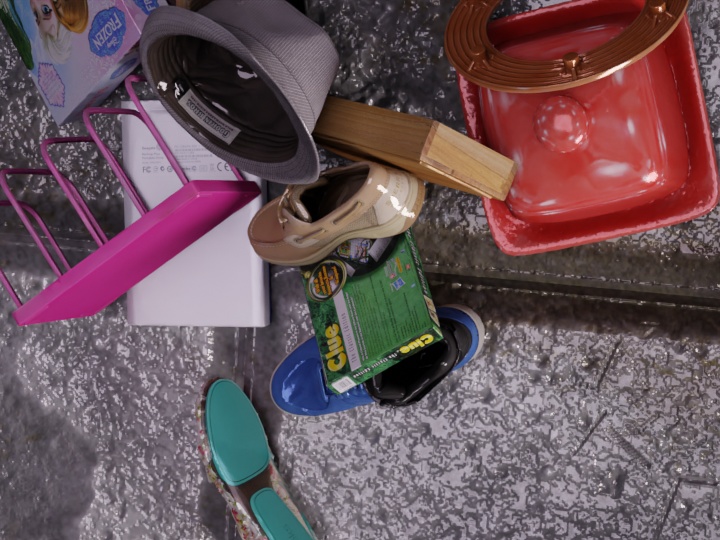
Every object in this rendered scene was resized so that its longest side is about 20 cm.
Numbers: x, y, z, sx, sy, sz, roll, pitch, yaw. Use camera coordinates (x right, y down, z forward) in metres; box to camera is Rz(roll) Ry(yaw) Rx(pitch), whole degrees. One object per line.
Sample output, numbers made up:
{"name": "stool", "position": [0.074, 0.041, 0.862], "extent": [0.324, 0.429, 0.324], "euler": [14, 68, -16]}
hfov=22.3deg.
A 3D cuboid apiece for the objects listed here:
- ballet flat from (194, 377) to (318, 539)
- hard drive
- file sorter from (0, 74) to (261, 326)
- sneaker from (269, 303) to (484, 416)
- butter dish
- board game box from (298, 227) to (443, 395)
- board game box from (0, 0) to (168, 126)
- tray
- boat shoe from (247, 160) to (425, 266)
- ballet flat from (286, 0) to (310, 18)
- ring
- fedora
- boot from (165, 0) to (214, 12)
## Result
{"name": "ballet flat", "position": [-0.103, 0.194, 1.617], "extent": [0.064, 0.075, 0.201], "euler": [-34, 79, 50]}
{"name": "hard drive", "position": [-0.146, -0.051, 1.623], "extent": [0.131, 0.025, 0.201], "euler": [0, 95, 16]}
{"name": "file sorter", "position": [-0.217, -0.062, 1.559], "extent": [0.200, 0.139, 0.126], "euler": [-35, 82, 16]}
{"name": "sneaker", "position": [0.002, 0.082, 1.550], "extent": [0.199, 0.111, 0.077], "euler": [-15, 92, 17]}
{"name": "butter dish", "position": [0.172, -0.119, 1.463], "extent": [0.199, 0.148, 0.200], "euler": [-11, 92, 17]}
{"name": "board game box", "position": [0.000, 0.000, 1.527], "extent": [0.105, 0.023, 0.200], "euler": [-27, 48, 15]}
{"name": "board game box", "position": [-0.257, -0.252, 1.568], "extent": [0.200, 0.041, 0.200], "euler": [61, 145, 3]}
{"name": "tray", "position": [0.024, -0.104, 1.477], "extent": [0.200, 0.098, 0.037], "euler": [20, 88, 51]}
{"name": "boat shoe", "position": [-0.035, -0.055, 1.512], "extent": [0.200, 0.064, 0.072], "euler": [-17, 55, 46]}
{"name": "ballet flat", "position": [-0.058, -0.204, 1.515], "extent": [0.057, 0.200, 0.066], "euler": [31, 63, 29]}
{"name": "ring", "position": [0.161, -0.209, 1.446], "extent": [0.200, 0.201, 0.019], "euler": [-8, 130, 16]}
{"name": "fedora", "position": [-0.082, -0.159, 1.448], "extent": [0.200, 0.090, 0.177], "euler": [7, 139, 52]}
{"name": "boot", "position": [-0.176, -0.280, 1.528], "extent": [0.072, 0.200, 0.166], "euler": [-42, 80, -16]}
